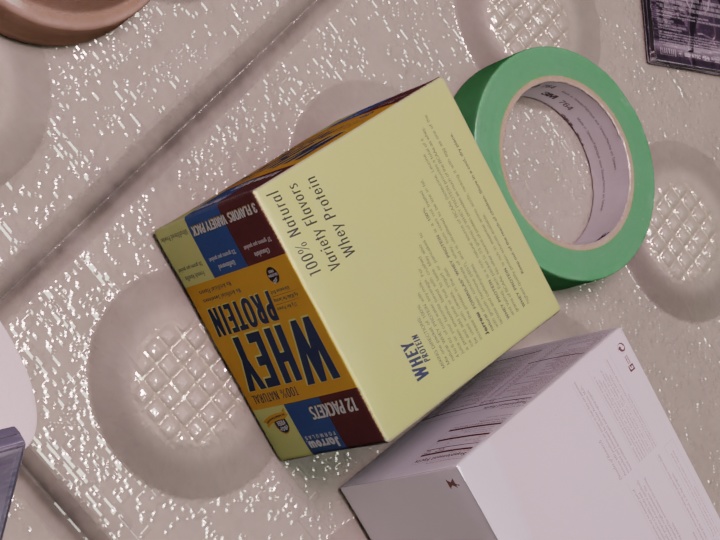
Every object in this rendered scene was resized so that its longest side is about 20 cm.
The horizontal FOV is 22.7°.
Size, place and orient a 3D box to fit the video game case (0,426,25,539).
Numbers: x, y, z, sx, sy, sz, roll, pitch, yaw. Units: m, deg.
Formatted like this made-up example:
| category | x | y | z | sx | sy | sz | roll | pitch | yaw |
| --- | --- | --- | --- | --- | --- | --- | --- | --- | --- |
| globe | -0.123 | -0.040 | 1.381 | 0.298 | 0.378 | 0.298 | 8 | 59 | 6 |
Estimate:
| category | x | y | z | sx | sy | sz | roll | pitch | yaw |
| --- | --- | --- | --- | --- | --- | --- | --- | --- | --- |
| video game case | -0.276 | 0.181 | 1.038 | 0.143 | 0.200 | 0.019 | -14 | 50 | -37 |

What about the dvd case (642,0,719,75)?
| category | x | y | z | sx | sy | sz | roll | pitch | yaw |
| --- | --- | --- | --- | --- | --- | --- | --- | --- | --- |
| dvd case | 0.317 | -0.282 | 1.678 | 0.148 | 0.016 | 0.200 | 4 | 77 | -34 |

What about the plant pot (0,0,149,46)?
| category | x | y | z | sx | sy | sz | roll | pitch | yaw |
| --- | --- | --- | --- | --- | --- | --- | --- | --- | --- |
| plant pot | -0.183 | -0.273 | 1.212 | 0.200 | 0.174 | 0.201 | 11 | 72 | -35 |

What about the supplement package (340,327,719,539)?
| category | x | y | z | sx | sy | sz | roll | pitch | yaw |
| --- | --- | --- | --- | --- | --- | --- | --- | --- | --- |
| supplement package | 0.133 | 0.181 | 1.349 | 0.200 | 0.147 | 0.191 | -35 | 100 | -36 |

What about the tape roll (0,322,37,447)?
| category | x | y | z | sx | sy | sz | roll | pitch | yaw |
| --- | --- | --- | --- | --- | --- | --- | --- | --- | --- |
| tape roll | -0.274 | 0.038 | 1.076 | 0.203 | 0.037 | 0.203 | 50 | 11 | -13 |

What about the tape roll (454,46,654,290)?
| category | x | y | z | sx | sy | sz | roll | pitch | yaw |
| --- | --- | --- | --- | --- | --- | --- | --- | --- | --- |
| tape roll | 0.159 | -0.085 | 1.495 | 0.200 | 0.048 | 0.201 | 9 | 74 | -34 |

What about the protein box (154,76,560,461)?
| category | x | y | z | sx | sy | sz | roll | pitch | yaw |
| --- | --- | --- | --- | --- | --- | --- | --- | --- | --- |
| protein box | 0.000 | 0.000 | 1.303 | 0.200 | 0.135 | 0.199 | -34 | 100 | -37 |
